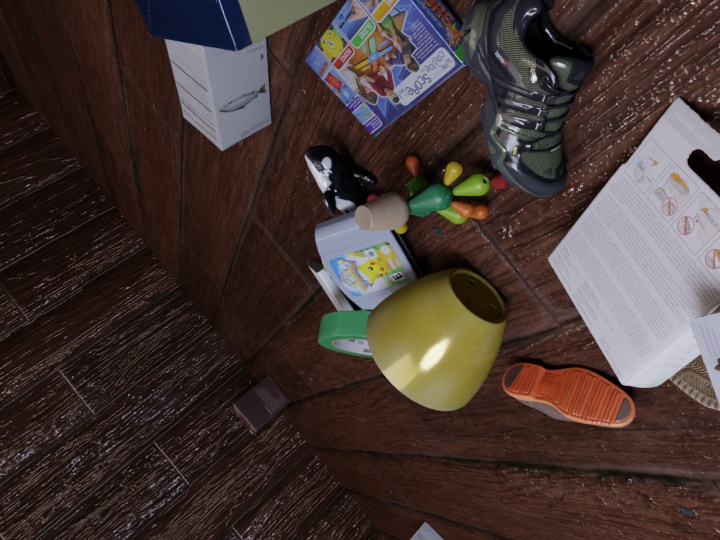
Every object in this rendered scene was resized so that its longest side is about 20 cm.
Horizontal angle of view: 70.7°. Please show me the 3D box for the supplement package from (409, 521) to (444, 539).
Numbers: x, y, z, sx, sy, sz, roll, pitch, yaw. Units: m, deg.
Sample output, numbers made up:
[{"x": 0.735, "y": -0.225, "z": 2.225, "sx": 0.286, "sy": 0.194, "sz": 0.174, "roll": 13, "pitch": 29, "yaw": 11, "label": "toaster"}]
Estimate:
[{"x": 0.252, "y": 1.024, "z": 1.815, "sx": 0.156, "sy": 0.111, "sz": 0.200, "roll": 35, "pitch": 151, "yaw": 30, "label": "supplement package"}]

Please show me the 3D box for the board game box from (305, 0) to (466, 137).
[{"x": 0.026, "y": -0.250, "z": 0.592, "sx": 0.135, "sy": 0.034, "sz": 0.200, "roll": 46, "pitch": 156, "yaw": -14, "label": "board game box"}]

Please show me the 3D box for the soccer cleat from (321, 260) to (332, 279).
[{"x": 0.001, "y": 0.000, "z": 0.975, "sx": 0.200, "sy": 0.065, "sz": 0.084, "roll": 34, "pitch": 120, "yaw": 39, "label": "soccer cleat"}]

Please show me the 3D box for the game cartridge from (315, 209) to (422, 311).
[{"x": 0.015, "y": -0.011, "z": 0.826, "sx": 0.133, "sy": 0.041, "sz": 0.200, "roll": -15, "pitch": 132, "yaw": 23, "label": "game cartridge"}]

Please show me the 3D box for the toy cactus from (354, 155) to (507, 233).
[{"x": 0.065, "y": -0.090, "z": 0.635, "sx": 0.200, "sy": 0.165, "sz": 0.103, "roll": 6, "pitch": 109, "yaw": 49, "label": "toy cactus"}]

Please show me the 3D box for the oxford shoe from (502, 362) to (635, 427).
[{"x": 0.300, "y": 0.182, "z": 0.722, "sx": 0.073, "sy": 0.071, "sz": 0.200, "roll": 41, "pitch": 165, "yaw": -26, "label": "oxford shoe"}]

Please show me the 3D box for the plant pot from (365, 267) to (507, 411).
[{"x": 0.128, "y": 0.079, "z": 0.741, "sx": 0.200, "sy": 0.200, "sz": 0.142, "roll": 45, "pitch": 126, "yaw": 12, "label": "plant pot"}]

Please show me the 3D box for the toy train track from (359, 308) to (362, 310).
[{"x": 0.060, "y": 0.164, "z": 1.110, "sx": 0.200, "sy": 0.032, "sz": 0.115, "roll": 62, "pitch": 160, "yaw": -9, "label": "toy train track"}]

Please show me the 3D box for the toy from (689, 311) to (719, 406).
[{"x": 0.352, "y": 0.033, "z": 0.359, "sx": 0.199, "sy": 0.047, "sz": 0.115, "roll": -21, "pitch": 118, "yaw": 29, "label": "toy"}]

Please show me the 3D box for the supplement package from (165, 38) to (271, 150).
[{"x": -0.230, "y": -0.325, "z": 0.837, "sx": 0.117, "sy": 0.117, "sz": 0.200, "roll": 41, "pitch": 153, "yaw": 18, "label": "supplement package"}]

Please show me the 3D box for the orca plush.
[{"x": -0.005, "y": -0.118, "z": 0.803, "sx": 0.071, "sy": 0.105, "sz": 0.200, "roll": -18, "pitch": 109, "yaw": 29, "label": "orca plush"}]

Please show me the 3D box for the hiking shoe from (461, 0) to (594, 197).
[{"x": 0.165, "y": -0.158, "z": 0.470, "sx": 0.101, "sy": 0.076, "sz": 0.200, "roll": 10, "pitch": 132, "yaw": 58, "label": "hiking shoe"}]

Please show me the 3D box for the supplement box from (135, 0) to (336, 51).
[{"x": -0.132, "y": -0.352, "z": 0.550, "sx": 0.200, "sy": 0.200, "sz": 0.135, "roll": 28, "pitch": 148, "yaw": 38, "label": "supplement box"}]

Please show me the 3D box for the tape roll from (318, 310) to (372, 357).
[{"x": 0.021, "y": 0.125, "z": 0.962, "sx": 0.200, "sy": 0.048, "sz": 0.201, "roll": 7, "pitch": 160, "yaw": 2, "label": "tape roll"}]

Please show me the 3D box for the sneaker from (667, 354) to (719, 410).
[{"x": 0.323, "y": 0.069, "z": 0.517, "sx": 0.112, "sy": 0.071, "sz": 0.200, "roll": 20, "pitch": -154, "yaw": -31, "label": "sneaker"}]

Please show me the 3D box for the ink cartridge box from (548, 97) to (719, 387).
[{"x": 0.266, "y": -0.018, "z": 0.445, "sx": 0.200, "sy": 0.050, "sz": 0.161, "roll": 115, "pitch": 151, "yaw": -43, "label": "ink cartridge box"}]

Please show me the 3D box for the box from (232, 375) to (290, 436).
[{"x": -0.451, "y": 0.615, "z": 2.310, "sx": 0.164, "sy": 0.200, "sz": 0.166, "roll": 47, "pitch": 153, "yaw": 9, "label": "box"}]

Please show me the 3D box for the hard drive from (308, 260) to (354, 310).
[{"x": -0.042, "y": 0.072, "z": 1.111, "sx": 0.200, "sy": 0.027, "sz": 0.132, "roll": 57, "pitch": 173, "yaw": -14, "label": "hard drive"}]
